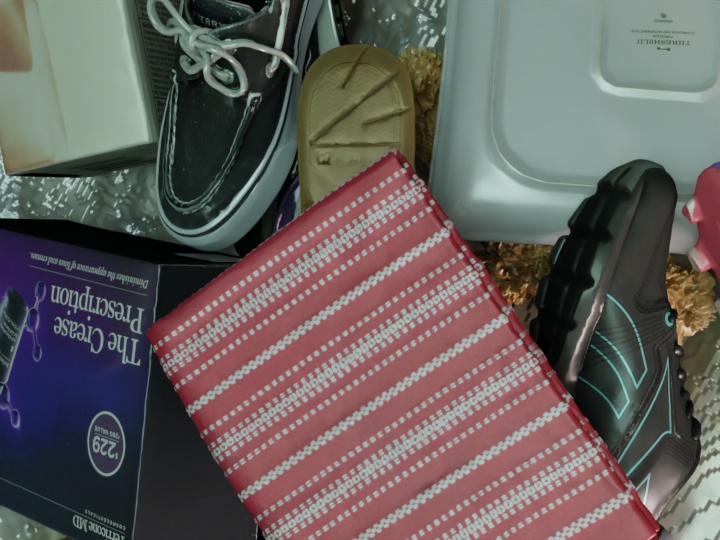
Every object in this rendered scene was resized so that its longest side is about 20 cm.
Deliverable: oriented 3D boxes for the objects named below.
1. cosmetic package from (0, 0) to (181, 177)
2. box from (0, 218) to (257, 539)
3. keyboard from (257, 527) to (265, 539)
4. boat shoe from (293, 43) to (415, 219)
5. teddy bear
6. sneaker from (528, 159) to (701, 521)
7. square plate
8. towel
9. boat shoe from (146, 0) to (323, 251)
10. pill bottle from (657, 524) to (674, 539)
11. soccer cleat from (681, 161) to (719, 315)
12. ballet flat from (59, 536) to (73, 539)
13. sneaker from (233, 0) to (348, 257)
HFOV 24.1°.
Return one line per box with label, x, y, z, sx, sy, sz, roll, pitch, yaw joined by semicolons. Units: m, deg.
cosmetic package;-0.145;-0.153;0.872;0.087;0.103;0.200;-10;89;16
box;-0.133;0.053;0.845;0.200;0.079;0.141;10;99;48
keyboard;-0.074;0.111;0.896;0.104;0.040;0.200;20;97;14
boat shoe;0.000;0.000;0.784;0.071;0.069;0.200;6;84;8
teddy bear;0.088;-0.035;0.815;0.145;0.067;0.200;-13;85;-4
sneaker;0.111;0.052;0.743;0.079;0.075;0.200;16;92;-8
square plate;0.137;-0.107;0.786;0.200;0.028;0.198;4;80;4
towel;0.015;0.069;0.709;0.145;0.022;0.200;-36;79;11
boat shoe;-0.058;-0.108;0.784;0.074;0.068;0.200;25;95;28
pill bottle;0.045;0.116;0.823;0.200;0.112;0.112;37;102;12
soccer cleat;0.205;0.017;0.754;0.076;0.067;0.200;-31;125;0
ballet flat;-0.059;0.162;0.846;0.200;0.071;0.065;18;136;-16
sneaker;-0.047;-0.096;0.848;0.087;0.076;0.200;-11;89;1
